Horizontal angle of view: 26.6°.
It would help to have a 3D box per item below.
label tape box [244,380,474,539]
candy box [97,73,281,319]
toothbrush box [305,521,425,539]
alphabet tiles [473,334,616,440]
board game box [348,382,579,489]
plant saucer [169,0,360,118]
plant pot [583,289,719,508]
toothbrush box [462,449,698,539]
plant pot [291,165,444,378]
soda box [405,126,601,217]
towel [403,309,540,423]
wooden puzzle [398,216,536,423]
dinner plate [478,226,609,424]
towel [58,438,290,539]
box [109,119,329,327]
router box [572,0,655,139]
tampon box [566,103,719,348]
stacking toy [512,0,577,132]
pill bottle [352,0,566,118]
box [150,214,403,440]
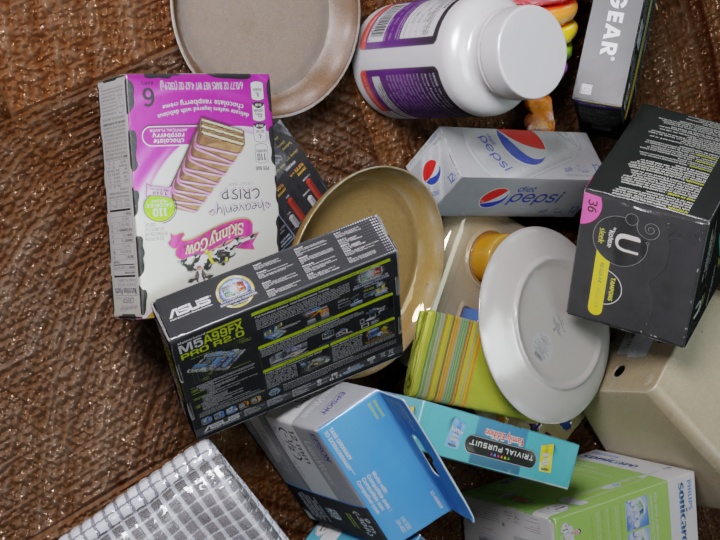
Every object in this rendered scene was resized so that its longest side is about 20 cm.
[{"bbox_3d":[-0.006,0.170,1.360,0.066,0.200,0.143,-42,116,-23],"label":"label tape box"},{"bbox_3d":[-0.140,-0.063,1.274,0.136,0.061,0.200,-5,92,-33],"label":"candy box"},{"bbox_3d":[-0.022,0.329,1.396,0.085,0.146,0.200,49,68,-28],"label":"toothbrush box"},{"bbox_3d":[0.196,0.102,1.622,0.200,0.006,0.166,-48,119,-23],"label":"alphabet tiles"},{"bbox_3d":[0.083,0.156,1.455,0.200,0.151,0.047,18,83,-35],"label":"board game box"},{"bbox_3d":[-0.089,-0.237,1.372,0.200,0.032,0.200,-3,95,-36],"label":"plant saucer"},{"bbox_3d":[0.349,0.120,1.627,0.177,0.200,0.200,39,69,-22],"label":"plant pot"},{"bbox_3d":[0.226,0.256,1.569,0.200,0.146,0.086,-13,101,-35],"label":"toothbrush box"},{"bbox_3d":[0.000,0.000,1.398,0.200,0.027,0.200,-18,116,-42],"label":"plant pot"},{"bbox_3d":[0.149,-0.097,1.521,0.200,0.068,0.063,-2,57,-36],"label":"soda box"},{"bbox_3d":[0.125,0.097,1.503,0.200,0.018,0.086,15,89,-39],"label":"towel"},{"bbox_3d":[0.148,0.042,1.550,0.200,0.046,0.185,26,78,-32],"label":"wooden puzzle"},{"bbox_3d":[0.193,0.053,1.531,0.200,0.024,0.200,8,78,-41],"label":"dinner plate"},{"bbox_3d":[-0.139,0.268,1.319,0.166,0.086,0.200,-36,116,-7],"label":"towel"},{"bbox_3d":[-0.104,-0.013,1.368,0.200,0.050,0.158,-48,118,-23],"label":"box"},{"bbox_3d":[0.265,-0.248,1.562,0.157,0.052,0.200,36,66,-76],"label":"router box"},{"bbox_3d":[0.301,-0.049,1.520,0.200,0.126,0.150,-48,148,-49],"label":"tampon box"},{"bbox_3d":[0.176,-0.224,1.534,0.116,0.110,0.200,-34,126,-47],"label":"stacking toy"},{"bbox_3d":[0.092,-0.196,1.402,0.111,0.200,0.111,-4,96,-36],"label":"pill bottle"},{"bbox_3d":[-0.063,0.050,1.274,0.200,0.044,0.160,-22,145,-11],"label":"box"}]
